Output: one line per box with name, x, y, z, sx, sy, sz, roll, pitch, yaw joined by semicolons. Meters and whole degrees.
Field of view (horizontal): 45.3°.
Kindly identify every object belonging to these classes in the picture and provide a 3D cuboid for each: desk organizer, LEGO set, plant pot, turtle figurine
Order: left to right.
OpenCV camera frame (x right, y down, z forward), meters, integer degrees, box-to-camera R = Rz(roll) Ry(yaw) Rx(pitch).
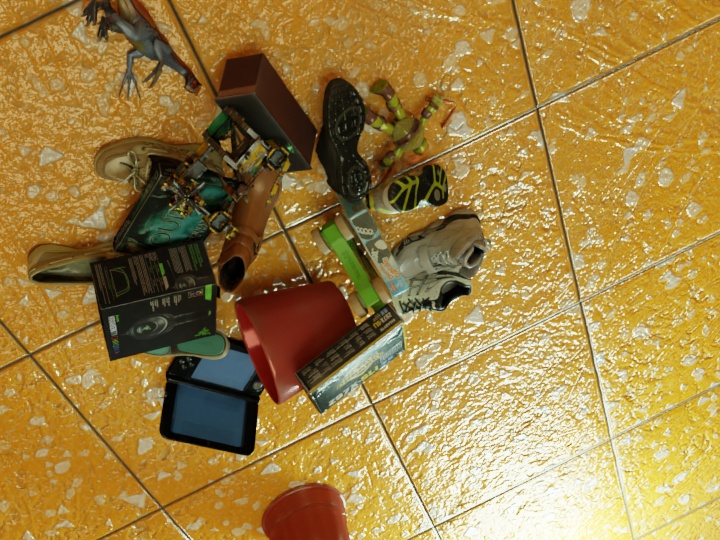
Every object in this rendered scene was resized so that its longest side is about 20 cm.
LEGO set;-0.184;-0.132;1.261;0.200;0.116;0.154;-41;130;-3
desk organizer;-0.141;-0.239;1.342;0.071;0.078;0.200;-3;151;23
plant pot;-0.109;0.116;1.555;0.176;0.201;0.202;-23;130;-17
plant pot;-0.101;0.613;1.901;0.199;0.196;0.202;-10;127;-14
turtle figurine;0.061;-0.229;1.436;0.200;0.065;0.161;-45;127;14

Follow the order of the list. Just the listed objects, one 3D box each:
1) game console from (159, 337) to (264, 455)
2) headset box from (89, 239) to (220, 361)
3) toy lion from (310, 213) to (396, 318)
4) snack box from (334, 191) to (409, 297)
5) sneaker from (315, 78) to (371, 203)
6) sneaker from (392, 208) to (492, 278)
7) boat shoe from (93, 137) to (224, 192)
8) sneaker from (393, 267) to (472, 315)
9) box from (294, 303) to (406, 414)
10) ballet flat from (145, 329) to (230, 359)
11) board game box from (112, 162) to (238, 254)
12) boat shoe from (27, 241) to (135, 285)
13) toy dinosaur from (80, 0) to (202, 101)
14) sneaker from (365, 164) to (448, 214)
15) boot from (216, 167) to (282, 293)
game console;-0.257;0.230;1.615;0.199;0.117;0.177;20;116;-32
headset box;-0.331;0.049;1.427;0.198;0.093;0.175;-13;150;-19
toy lion;0.000;0.000;1.526;0.068;0.192;0.201;-31;89;7
snack box;0.018;-0.058;1.510;0.037;0.116;0.201;-29;130;2
sneaker;-0.040;-0.210;1.392;0.075;0.091;0.202;-20;119;-31
sneaker;0.146;-0.026;1.583;0.199;0.115;0.075;-33;129;5
boat shoe;-0.311;-0.162;1.344;0.198;0.063;0.074;-5;126;-17
sneaker;0.119;0.046;1.644;0.199;0.088;0.076;-27;131;2
box;-0.012;0.156;1.492;0.199;0.049;0.160;-36;161;-10
ballet flat;-0.329;0.121;1.534;0.198;0.070;0.070;12;122;-3
board game box;-0.296;-0.087;1.376;0.134;0.028;0.200;8;141;-34
boat shoe;-0.438;-0.004;1.411;0.199;0.063;0.074;3;123;-23
toy dinosaur;-0.292;-0.325;1.224;0.181;0.105;0.201;6;112;-48
sneaker;0.084;-0.140;1.485;0.199;0.076;0.076;-12;97;-52
boot;-0.186;-0.076;1.380;0.076;0.156;0.201;20;130;-5
